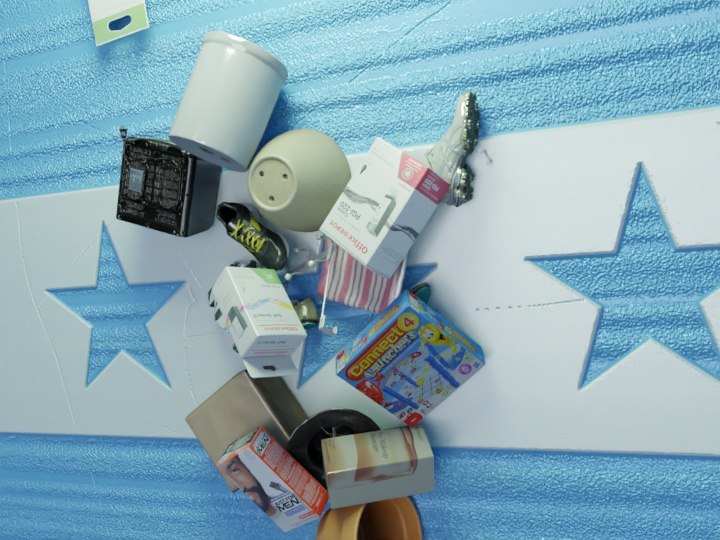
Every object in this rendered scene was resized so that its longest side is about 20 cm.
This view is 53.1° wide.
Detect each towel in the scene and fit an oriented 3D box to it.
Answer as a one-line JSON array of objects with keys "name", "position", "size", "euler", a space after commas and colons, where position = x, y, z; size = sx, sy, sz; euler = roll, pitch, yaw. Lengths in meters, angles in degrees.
[{"name": "towel", "position": [0.000, 0.000, 1.354], "size": [0.199, 0.030, 0.148], "euler": [15, 101, 39]}]

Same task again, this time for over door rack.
[{"name": "over door rack", "position": [-0.116, 0.044, 1.362], "size": [0.147, 0.066, 0.202], "euler": [-27, 55, 40]}]

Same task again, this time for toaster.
[{"name": "toaster", "position": [-0.394, -0.181, 1.469], "size": [0.179, 0.119, 0.203], "euler": [14, 103, 18]}]

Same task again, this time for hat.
[{"name": "hat", "position": [-0.050, 0.336, 1.425], "size": [0.198, 0.081, 0.203], "euler": [-1, 114, -3]}]

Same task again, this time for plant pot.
[{"name": "plant pot", "position": [0.007, 0.525, 1.392], "size": [0.139, 0.199, 0.202], "euler": [-18, 92, 39]}]

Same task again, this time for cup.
[{"name": "cup", "position": [-0.135, -0.166, 1.356], "size": [0.198, 0.143, 0.203], "euler": [4, 100, 22]}]

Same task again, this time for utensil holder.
[{"name": "utensil holder", "position": [-0.247, -0.307, 1.332], "size": [0.168, 0.170, 0.202], "euler": [20, 84, 17]}]

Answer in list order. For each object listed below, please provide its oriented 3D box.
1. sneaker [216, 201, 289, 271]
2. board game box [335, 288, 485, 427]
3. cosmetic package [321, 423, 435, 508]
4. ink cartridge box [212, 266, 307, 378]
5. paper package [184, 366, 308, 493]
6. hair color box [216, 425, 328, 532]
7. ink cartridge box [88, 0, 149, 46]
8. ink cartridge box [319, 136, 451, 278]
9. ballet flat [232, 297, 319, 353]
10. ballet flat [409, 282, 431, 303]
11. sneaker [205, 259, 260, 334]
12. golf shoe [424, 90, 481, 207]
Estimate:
[{"name": "sneaker", "position": [-0.217, -0.066, 1.407], "size": [0.200, 0.084, 0.075], "euler": [42, 110, 34]}, {"name": "board game box", "position": [0.089, 0.165, 1.317], "size": [0.195, 0.056, 0.200], "euler": [36, 113, -20]}, {"name": "cosmetic package", "position": [0.032, 0.362, 1.342], "size": [0.197, 0.104, 0.088], "euler": [-8, 116, -8]}, {"name": "ink cartridge box", "position": [-0.175, 0.091, 1.298], "size": [0.067, 0.116, 0.201], "euler": [-50, 56, 31]}, {"name": "paper package", "position": [-0.231, 0.319, 1.491], "size": [0.200, 0.103, 0.191], "euler": [-39, 84, 23]}, {"name": "hair color box", "position": [-0.168, 0.405, 1.391], "size": [0.111, 0.064, 0.200], "euler": [-34, 104, 35]}, {"name": "ink cartridge box", "position": [-0.499, -0.580, 1.487], "size": [0.144, 0.048, 0.203], "euler": [-10, 95, 23]}, {"name": "ink cartridge box", "position": [0.040, -0.110, 1.268], "size": [0.145, 0.084, 0.201], "euler": [38, 100, 39]}, {"name": "ballet flat", "position": [-0.175, 0.104, 1.464], "size": [0.198, 0.068, 0.076], "euler": [-21, 69, 17]}, {"name": "ballet flat", "position": [0.062, 0.098, 1.364], "size": [0.064, 0.067, 0.201], "euler": [41, 110, 40]}, {"name": "sneaker", "position": [-0.233, 0.048, 1.434], "size": [0.131, 0.079, 0.199], "euler": [-61, 32, 8]}, {"name": "golf shoe", "position": [0.156, -0.217, 1.272], "size": [0.096, 0.078, 0.203], "euler": [12, 102, 25]}]
